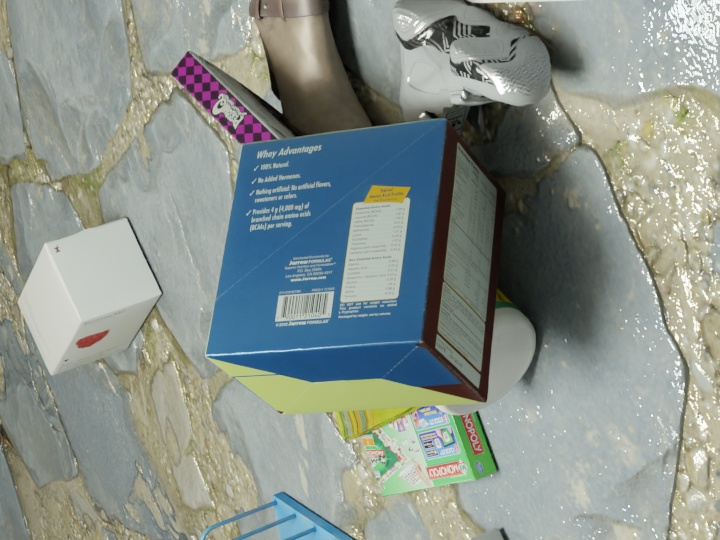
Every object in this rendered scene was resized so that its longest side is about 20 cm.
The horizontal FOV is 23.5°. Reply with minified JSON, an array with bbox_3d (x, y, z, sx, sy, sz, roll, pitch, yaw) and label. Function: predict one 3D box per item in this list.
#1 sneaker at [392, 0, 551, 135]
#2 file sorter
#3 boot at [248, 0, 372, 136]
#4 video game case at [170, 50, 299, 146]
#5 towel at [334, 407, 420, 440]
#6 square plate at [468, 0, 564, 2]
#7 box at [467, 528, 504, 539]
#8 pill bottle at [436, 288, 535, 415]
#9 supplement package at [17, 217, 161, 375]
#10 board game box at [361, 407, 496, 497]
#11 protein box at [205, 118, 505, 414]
[{"bbox_3d":[0.092,-0.150,1.435,0.200,0.075,0.115,42,141,50],"label":"sneaker"},{"bbox_3d":[-0.083,0.370,2.001,0.200,0.123,0.139,22,126,54],"label":"file sorter"},{"bbox_3d":[-0.046,-0.213,1.642,0.200,0.070,0.146,40,138,45],"label":"boot"},{"bbox_3d":[-0.072,-0.116,1.661,0.036,0.181,0.200,-50,51,7],"label":"video game case"},{"bbox_3d":[0.014,0.111,1.726,0.200,0.018,0.086,-34,77,61],"label":"towel"},{"bbox_3d":[0.080,-0.288,1.330,0.198,0.028,0.200,50,166,-22],"label":"square plate"},{"bbox_3d":[0.067,0.388,1.667,0.199,0.200,0.171,63,153,16],"label":"box"},{"bbox_3d":[0.057,0.028,1.558,0.200,0.113,0.113,48,144,37],"label":"pill bottle"},{"bbox_3d":[-0.362,0.037,2.293,0.120,0.121,0.200,63,151,14],"label":"supplement package"},{"bbox_3d":[0.054,0.151,1.726,0.200,0.029,0.135,-24,86,62],"label":"board game box"},{"bbox_3d":[0.000,0.000,1.448,0.198,0.135,0.200,-5,62,26],"label":"protein box"}]
